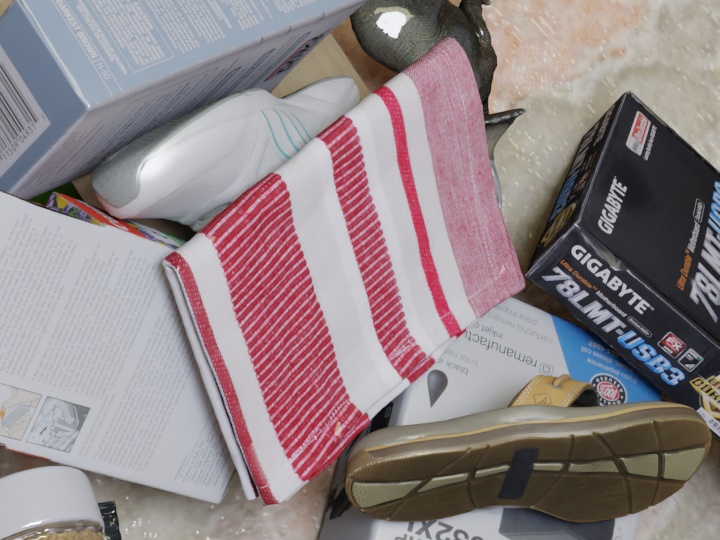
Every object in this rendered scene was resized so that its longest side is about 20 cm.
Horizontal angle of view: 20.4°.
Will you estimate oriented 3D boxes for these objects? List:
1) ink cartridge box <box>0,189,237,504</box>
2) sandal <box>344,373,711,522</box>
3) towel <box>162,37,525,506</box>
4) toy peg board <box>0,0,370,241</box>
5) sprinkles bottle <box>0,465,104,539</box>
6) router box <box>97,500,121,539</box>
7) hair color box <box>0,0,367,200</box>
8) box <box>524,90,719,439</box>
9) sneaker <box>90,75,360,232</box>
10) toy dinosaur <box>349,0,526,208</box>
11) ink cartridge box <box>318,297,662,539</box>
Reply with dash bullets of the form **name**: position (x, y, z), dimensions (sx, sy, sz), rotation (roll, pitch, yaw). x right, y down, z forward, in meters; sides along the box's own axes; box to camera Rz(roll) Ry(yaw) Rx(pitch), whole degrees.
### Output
- **ink cartridge box**: position (-0.123, 0.029, 0.897), dimensions (0.199, 0.050, 0.110), rotation (22, 95, -43)
- **sandal**: position (0.083, 0.082, 0.979), dimensions (0.199, 0.081, 0.054), rotation (-1, 48, -20)
- **towel**: position (0.000, 0.000, 0.946), dimensions (0.200, 0.023, 0.145), rotation (-40, 127, -33)
- **toy peg board**: position (-0.117, -0.096, 1.049), dimensions (0.199, 0.098, 0.201), rotation (-30, 86, -46)
- **sprinkles bottle**: position (-0.119, 0.186, 0.856), dimensions (0.068, 0.068, 0.201), rotation (-10, 66, -28)
- **router box**: position (-0.198, 0.193, 0.908), dimensions (0.199, 0.051, 0.150), rotation (-5, 74, -26)
- **hair color box**: position (-0.094, -0.102, 0.931), dimensions (0.200, 0.099, 0.061), rotation (-29, 84, -46)
- **box**: position (0.194, 0.011, 1.112), dimensions (0.198, 0.050, 0.200), rotation (42, 28, -5)
- **sneaker**: position (-0.047, -0.041, 0.941), dimensions (0.200, 0.070, 0.081), rotation (-18, 87, -57)
- **toy dinosaur**: position (0.032, -0.132, 1.100), dimensions (0.200, 0.077, 0.103), rotation (48, 19, -32)
- **ink cartridge box**: position (0.064, 0.123, 1.037), dimensions (0.144, 0.084, 0.201), rotation (23, 62, -16)
